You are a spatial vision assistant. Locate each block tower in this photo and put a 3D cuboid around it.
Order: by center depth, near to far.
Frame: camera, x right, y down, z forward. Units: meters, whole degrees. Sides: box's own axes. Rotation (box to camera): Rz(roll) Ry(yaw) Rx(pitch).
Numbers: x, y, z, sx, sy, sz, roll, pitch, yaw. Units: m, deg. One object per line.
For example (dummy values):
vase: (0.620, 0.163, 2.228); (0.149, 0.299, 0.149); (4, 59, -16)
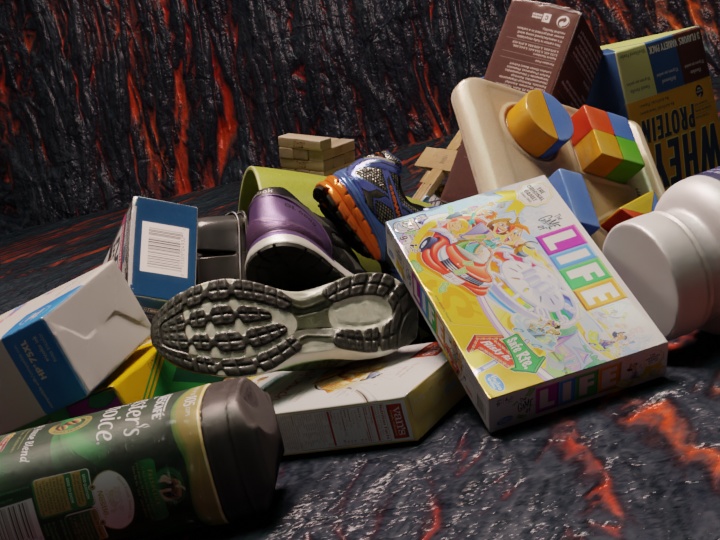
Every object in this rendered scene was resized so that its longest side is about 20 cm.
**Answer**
block tower: (-0.035, -0.033, 1.433); (0.054, 0.201, 0.058); (8, 21, 35)

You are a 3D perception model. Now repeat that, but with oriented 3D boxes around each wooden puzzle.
wooden puzzle: (0.184, -0.076, 1.238); (0.199, 0.186, 0.046); (8, -37, -31)

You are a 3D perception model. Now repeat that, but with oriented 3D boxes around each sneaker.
sneaker: (-0.059, 0.053, 1.127); (0.199, 0.077, 0.089); (-2, -21, -11)
sneaker: (-0.017, 0.002, 1.194); (0.075, 0.200, 0.088); (-27, 45, 20)
sneaker: (0.051, -0.013, 1.210); (0.078, 0.200, 0.075); (-42, 19, -7)

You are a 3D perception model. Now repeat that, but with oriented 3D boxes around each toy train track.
toy train track: (0.067, -0.063, 1.431); (0.200, 0.032, 0.115); (-55, 22, -6)

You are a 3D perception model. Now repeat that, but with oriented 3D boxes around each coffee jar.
coffee jar: (-0.149, 0.132, 0.970); (0.199, 0.086, 0.104); (-14, 9, 3)

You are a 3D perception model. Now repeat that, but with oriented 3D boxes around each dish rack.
dish rack: (-0.156, 0.033, 1.374); (0.054, 0.155, 0.200); (1, -8, -23)

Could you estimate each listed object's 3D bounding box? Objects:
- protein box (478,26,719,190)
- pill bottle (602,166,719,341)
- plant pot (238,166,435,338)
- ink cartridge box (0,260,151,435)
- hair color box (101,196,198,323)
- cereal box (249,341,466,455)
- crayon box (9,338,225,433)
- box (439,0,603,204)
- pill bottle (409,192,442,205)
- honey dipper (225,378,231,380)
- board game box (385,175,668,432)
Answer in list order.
protein box: (0.249, -0.123, 1.515); (0.134, 0.201, 0.198); (-21, 11, -37)
pill bottle: (0.283, -0.020, 1.092); (0.199, 0.120, 0.120); (-18, 9, -23)
plant pot: (0.000, 0.000, 1.327); (0.199, 0.189, 0.187); (-2, 6, -13)
ink cartridge box: (-0.267, 0.076, 1.114); (0.199, 0.068, 0.116); (-24, 12, 25)
hair color box: (-0.198, 0.032, 1.311); (0.060, 0.101, 0.200); (10, -34, -18)
cereal box: (-0.022, 0.097, 1.121); (0.199, 0.040, 0.144); (-10, 10, 26)
crayon box: (-0.207, 0.103, 1.177); (0.199, 0.059, 0.172); (-22, 9, 31)
box: (0.149, -0.133, 1.360); (0.075, 0.201, 0.100); (16, -8, 24)
pill bottle: (0.113, -0.030, 1.479); (0.199, 0.107, 0.106); (-9, 11, 29)
honey dipper: (-0.153, 0.126, 1.191); (0.038, 0.038, 0.200); (-9, 14, 31)
board game box: (0.114, 0.018, 1.073); (0.134, 0.034, 0.200); (-17, 43, -12)
